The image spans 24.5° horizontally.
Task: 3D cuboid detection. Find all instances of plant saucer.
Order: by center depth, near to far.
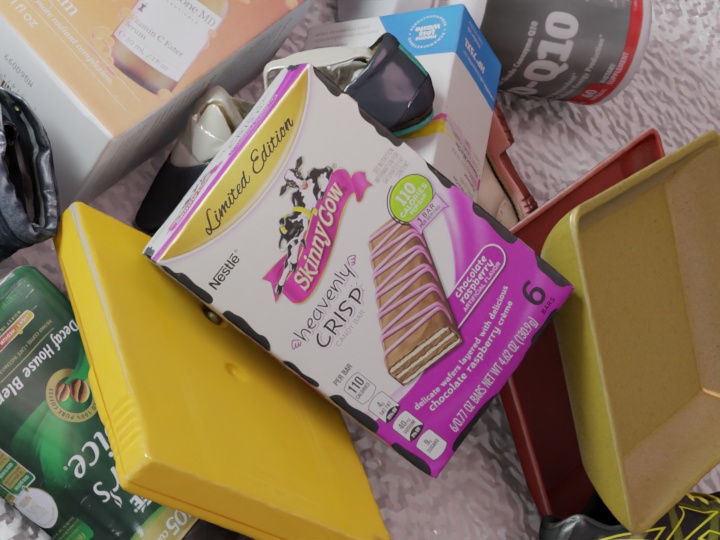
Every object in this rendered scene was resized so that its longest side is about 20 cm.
[{"bbox_3d":[0.178,0.033,1.024,0.200,0.048,0.201,-27,109,-48],"label":"plant saucer"},{"bbox_3d":[0.147,0.036,1.068,0.200,0.037,0.200,-35,116,-39],"label":"plant saucer"}]

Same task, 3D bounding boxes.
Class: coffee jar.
[{"bbox_3d":[-0.142,0.099,0.885,0.200,0.085,0.104,42,52,-4],"label":"coffee jar"}]

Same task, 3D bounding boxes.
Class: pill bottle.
[{"bbox_3d":[0.092,-0.184,1.155,0.199,0.114,0.114,6,62,-27],"label":"pill bottle"}]

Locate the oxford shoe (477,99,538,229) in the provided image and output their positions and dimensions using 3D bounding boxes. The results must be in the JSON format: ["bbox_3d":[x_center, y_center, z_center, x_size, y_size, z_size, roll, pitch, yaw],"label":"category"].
[{"bbox_3d":[0.084,-0.034,1.111,0.071,0.074,0.201,3,65,-79],"label":"oxford shoe"}]

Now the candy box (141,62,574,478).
[{"bbox_3d":[0.000,0.000,0.913,0.200,0.061,0.137,38,85,-15],"label":"candy box"}]

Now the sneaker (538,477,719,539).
[{"bbox_3d":[0.193,0.161,1.035,0.199,0.074,0.085,-19,95,-35],"label":"sneaker"}]

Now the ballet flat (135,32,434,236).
[{"bbox_3d":[-0.055,-0.087,0.983,0.073,0.199,0.073,-22,90,-79],"label":"ballet flat"}]

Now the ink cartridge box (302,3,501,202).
[{"bbox_3d":[0.010,-0.062,1.028,0.067,0.116,0.201,51,42,-47],"label":"ink cartridge box"}]

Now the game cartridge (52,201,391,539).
[{"bbox_3d":[-0.077,0.065,0.894,0.176,0.032,0.200,28,26,-38],"label":"game cartridge"}]

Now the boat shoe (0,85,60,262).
[{"bbox_3d":[-0.229,-0.096,0.912,0.071,0.091,0.201,-19,90,-66],"label":"boat shoe"}]

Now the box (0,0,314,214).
[{"bbox_3d":[-0.150,-0.156,1.006,0.152,0.106,0.200,46,52,0],"label":"box"}]
